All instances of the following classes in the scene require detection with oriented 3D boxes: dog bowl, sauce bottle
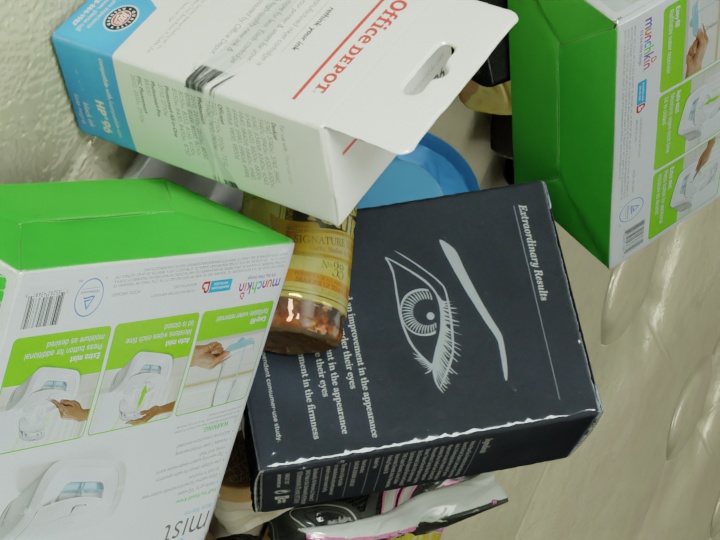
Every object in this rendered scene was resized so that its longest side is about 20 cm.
[{"bbox_3d":[0.000,0.000,1.079,0.200,0.111,0.050,-59,171,-22],"label":"dog bowl"},{"bbox_3d":[-0.032,-0.057,0.913,0.066,0.066,0.201,36,55,-65],"label":"sauce bottle"}]

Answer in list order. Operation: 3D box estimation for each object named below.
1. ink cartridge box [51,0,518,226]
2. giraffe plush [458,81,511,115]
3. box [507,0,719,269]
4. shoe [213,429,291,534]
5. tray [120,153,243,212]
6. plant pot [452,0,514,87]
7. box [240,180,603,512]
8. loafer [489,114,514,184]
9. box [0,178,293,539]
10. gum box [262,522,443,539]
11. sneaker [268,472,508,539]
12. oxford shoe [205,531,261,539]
[{"bbox_3d":[-0.033,-0.096,0.819,0.116,0.200,0.068,-51,150,-33],"label":"ink cartridge box"},{"bbox_3d":[0.172,-0.193,1.239,0.173,0.200,0.162,-49,-165,33],"label":"giraffe plush"},{"bbox_3d":[0.181,-0.129,0.945,0.176,0.097,0.200,-33,145,-17],"label":"box"},{"bbox_3d":[-0.017,0.105,1.087,0.200,0.070,0.053,-29,129,-27],"label":"shoe"},{"bbox_3d":[-0.080,-0.082,0.948,0.200,0.022,0.107,-59,154,-21],"label":"tray"},{"bbox_3d":[0.074,-0.229,0.970,0.177,0.199,0.200,-45,149,-17],"label":"plant pot"},{"bbox_3d":[0.024,0.046,0.977,0.104,0.199,0.148,101,-20,-69],"label":"box"},{"bbox_3d":[0.146,-0.086,1.363,0.071,0.073,0.200,-60,146,-7],"label":"loafer"},{"bbox_3d":[-0.143,0.057,0.794,0.200,0.097,0.177,-10,122,-57],"label":"box"},{"bbox_3d":[-0.010,0.230,1.275,0.114,0.066,0.200,-67,155,-3],"label":"gum box"},{"bbox_3d":[0.009,0.146,1.151,0.200,0.080,0.087,-7,72,-48],"label":"sneaker"},{"bbox_3d":[-0.098,0.202,1.098,0.200,0.072,0.085,68,23,-52],"label":"oxford shoe"}]
